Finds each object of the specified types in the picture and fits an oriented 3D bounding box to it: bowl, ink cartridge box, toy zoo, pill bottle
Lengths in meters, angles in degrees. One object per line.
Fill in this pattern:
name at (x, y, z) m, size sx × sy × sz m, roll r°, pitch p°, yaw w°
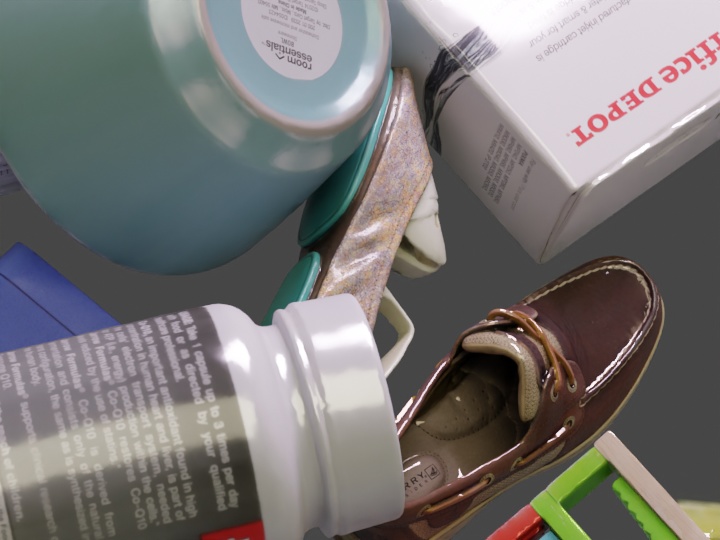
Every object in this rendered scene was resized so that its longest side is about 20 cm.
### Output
bowl at (-0.063, -0.106, 1.147) m, size 0.200 × 0.105 × 0.202 m, roll 12°, pitch 71°, yaw -41°
ink cartridge box at (0.082, -0.125, 1.250) m, size 0.145 × 0.084 × 0.200 m, roll -34°, pitch 74°, yaw -24°
toy zoo at (0.073, 0.180, 1.094) m, size 0.200 × 0.020 × 0.131 m, roll -40°, pitch 65°, yaw -2°
pill bottle at (-0.089, 0.078, 1.058) m, size 0.199 × 0.114 × 0.114 m, roll -13°, pitch 67°, yaw -9°

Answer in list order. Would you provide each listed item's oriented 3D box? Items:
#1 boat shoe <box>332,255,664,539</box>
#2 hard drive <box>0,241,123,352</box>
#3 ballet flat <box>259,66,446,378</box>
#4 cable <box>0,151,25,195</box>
boat shoe at (0.068, 0.054, 1.166) m, size 0.200 × 0.072 × 0.072 m, roll -36°, pitch 76°, yaw -24°
hard drive at (-0.166, 0.097, 1.125) m, size 0.132 × 0.025 × 0.200 m, roll 39°, pitch 63°, yaw 8°
ballet flat at (0.000, 0.000, 1.191) m, size 0.067 × 0.068 × 0.201 m, roll 32°, pitch 63°, yaw -18°
cable at (-0.193, -0.128, 1.206) m, size 0.200 × 0.069 × 0.200 m, roll -31°, pitch 75°, yaw -23°
